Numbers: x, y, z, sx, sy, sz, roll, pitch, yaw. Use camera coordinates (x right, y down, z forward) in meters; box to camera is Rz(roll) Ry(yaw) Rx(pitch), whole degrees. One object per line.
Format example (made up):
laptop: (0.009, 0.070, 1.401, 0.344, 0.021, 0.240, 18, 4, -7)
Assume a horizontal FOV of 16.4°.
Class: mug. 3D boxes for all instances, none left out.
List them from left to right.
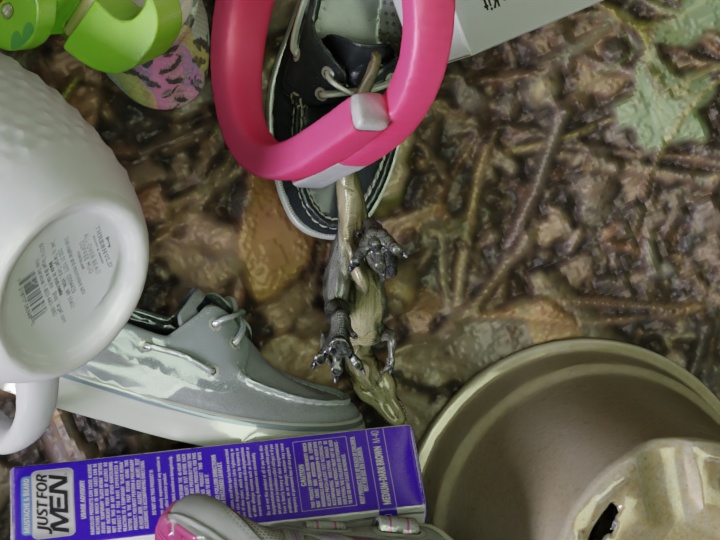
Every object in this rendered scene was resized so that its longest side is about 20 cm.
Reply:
mug: (-0.185, -0.006, 1.157, 0.147, 0.175, 0.201, -27, 132, -35)

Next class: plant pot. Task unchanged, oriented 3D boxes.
plant pot: (0.135, 0.139, 1.242, 0.199, 0.183, 0.201, 0, 92, -11)

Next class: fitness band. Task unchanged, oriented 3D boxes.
fitness band: (-0.018, -0.120, 1.186, 0.037, 0.200, 0.144, -1, 77, -29)

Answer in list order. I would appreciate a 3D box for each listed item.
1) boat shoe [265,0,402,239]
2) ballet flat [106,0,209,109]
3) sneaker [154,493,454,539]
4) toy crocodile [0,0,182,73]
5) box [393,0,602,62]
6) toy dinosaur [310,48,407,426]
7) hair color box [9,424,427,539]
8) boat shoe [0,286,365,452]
boat shoe: (-0.004, -0.115, 1.265, 0.075, 0.060, 0.201, 3, 92, -11)
ballet flat: (-0.119, -0.176, 1.233, 0.069, 0.071, 0.201, -19, 97, -21)
sneaker: (0.000, 0.154, 1.154, 0.199, 0.081, 0.088, 29, 55, 1)
toy crocodile: (-0.167, -0.162, 1.197, 0.200, 0.067, 0.062, 45, 120, 21)
box: (0.054, -0.215, 1.242, 0.156, 0.041, 0.201, -26, 100, -46)
toy dinosaur: (0.000, 0.000, 1.234, 0.047, 0.088, 0.201, 0, 115, 1)
hair color box: (-0.067, 0.144, 1.228, 0.199, 0.065, 0.110, -5, 130, -2)
boat shoe: (-0.089, 0.044, 1.250, 0.200, 0.070, 0.072, 14, 98, -8)
